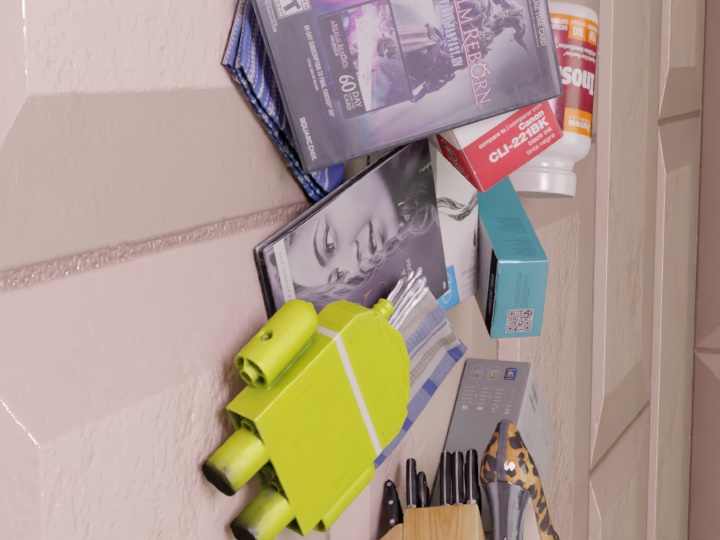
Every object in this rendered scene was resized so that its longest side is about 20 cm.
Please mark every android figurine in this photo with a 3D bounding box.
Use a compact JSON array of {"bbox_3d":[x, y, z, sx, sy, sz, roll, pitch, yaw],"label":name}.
[{"bbox_3d":[-0.030,0.104,1.026,0.200,0.041,0.183,-47,135,-30],"label":"android figurine"}]

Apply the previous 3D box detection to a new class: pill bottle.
[{"bbox_3d":[0.198,-0.183,1.542,0.113,0.111,0.203,7,87,-68],"label":"pill bottle"}]

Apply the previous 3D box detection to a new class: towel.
[{"bbox_3d":[-0.041,-0.156,1.064,0.200,0.024,0.147,56,42,-57],"label":"towel"},{"bbox_3d":[0.028,0.090,1.177,0.148,0.024,0.200,-53,157,-8],"label":"towel"}]

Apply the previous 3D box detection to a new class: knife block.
[{"bbox_3d":[0.087,0.252,1.256,0.175,0.199,0.065,-38,134,-23],"label":"knife block"}]

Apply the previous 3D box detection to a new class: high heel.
[{"bbox_3d":[0.155,0.210,1.345,0.200,0.070,0.145,11,79,-75],"label":"high heel"}]

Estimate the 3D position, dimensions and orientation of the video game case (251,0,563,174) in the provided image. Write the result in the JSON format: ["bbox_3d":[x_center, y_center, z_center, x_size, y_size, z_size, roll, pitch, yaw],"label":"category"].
[{"bbox_3d":[0.036,-0.159,0.993,0.019,0.197,0.144,-104,178,-56],"label":"video game case"}]

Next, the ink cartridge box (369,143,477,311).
[{"bbox_3d":[0.058,-0.070,1.266,0.116,0.066,0.203,-23,115,-65],"label":"ink cartridge box"}]

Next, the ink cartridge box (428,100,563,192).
[{"bbox_3d":[0.058,-0.182,1.086,0.201,0.083,0.144,58,-3,-34],"label":"ink cartridge box"}]

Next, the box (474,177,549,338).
[{"bbox_3d":[0.129,-0.024,1.347,0.201,0.048,0.083,-104,-166,-58],"label":"box"}]

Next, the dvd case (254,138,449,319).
[{"bbox_3d":[0.000,0.000,1.115,0.199,0.016,0.150,-38,130,-38],"label":"dvd case"}]

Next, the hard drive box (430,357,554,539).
[{"bbox_3d":[0.143,0.221,1.508,0.157,0.076,0.202,66,34,-49],"label":"hard drive box"}]
